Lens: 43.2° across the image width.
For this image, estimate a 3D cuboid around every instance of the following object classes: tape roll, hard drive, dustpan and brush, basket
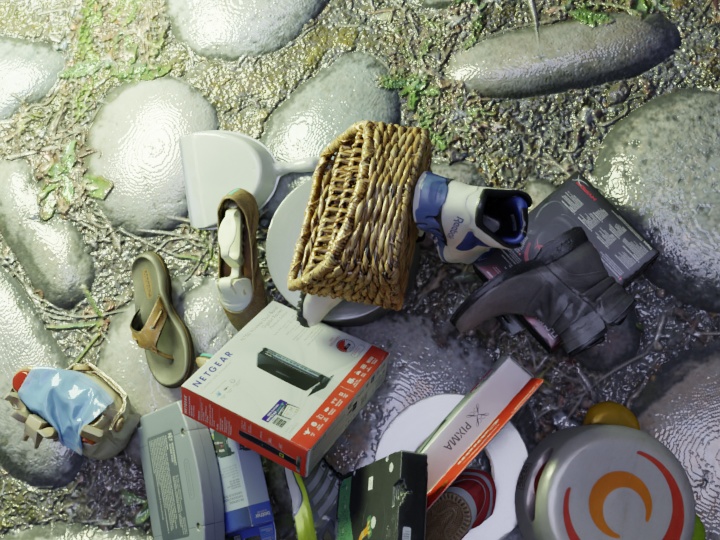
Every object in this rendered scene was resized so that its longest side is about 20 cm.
[{"bbox_3d":[0.116,0.256,1.146,0.202,0.037,0.203,-2,77,10],"label":"tape roll"},{"bbox_3d":[-0.022,-0.027,1.216,0.200,0.066,0.201,-2,77,10],"label":"tape roll"},{"bbox_3d":[0.019,0.288,1.020,0.038,0.200,0.140,13,65,-18],"label":"hard drive"},{"bbox_3d":[-0.144,-0.138,1.274,0.200,0.057,0.140,-9,89,15],"label":"dustpan and brush"},{"bbox_3d":[-0.008,-0.072,1.046,0.149,0.143,0.200,11,71,10],"label":"basket"}]

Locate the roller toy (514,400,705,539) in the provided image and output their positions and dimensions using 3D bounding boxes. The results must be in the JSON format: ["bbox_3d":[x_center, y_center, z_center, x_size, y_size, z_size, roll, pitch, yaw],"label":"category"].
[{"bbox_3d":[0.276,0.269,1.056,0.182,0.140,0.200,-24,84,-9],"label":"roller toy"}]

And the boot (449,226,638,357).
[{"bbox_3d":[0.217,0.050,1.079,0.200,0.070,0.132,-33,80,7],"label":"boot"}]

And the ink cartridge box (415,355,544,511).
[{"bbox_3d":[0.121,0.183,1.050,0.044,0.174,0.200,42,88,7],"label":"ink cartridge box"}]

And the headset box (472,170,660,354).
[{"bbox_3d":[0.250,-0.002,1.155,0.200,0.075,0.149,-42,74,0],"label":"headset box"}]

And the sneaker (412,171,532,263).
[{"bbox_3d":[0.143,-0.048,1.044,0.115,0.199,0.081,12,82,26],"label":"sneaker"}]

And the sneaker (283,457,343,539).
[{"bbox_3d":[-0.053,0.262,1.152,0.081,0.074,0.200,-10,98,-5],"label":"sneaker"}]

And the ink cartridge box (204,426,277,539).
[{"bbox_3d":[-0.170,0.264,1.163,0.119,0.042,0.200,-28,73,46],"label":"ink cartridge box"}]

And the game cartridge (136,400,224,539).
[{"bbox_3d":[-0.230,0.274,1.171,0.133,0.041,0.200,-23,73,39],"label":"game cartridge"}]

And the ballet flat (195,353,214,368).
[{"bbox_3d":[-0.129,0.158,1.194,0.200,0.071,0.065,9,76,13],"label":"ballet flat"}]

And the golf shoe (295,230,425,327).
[{"bbox_3d":[0.000,0.000,1.133,0.094,0.078,0.200,36,88,15],"label":"golf shoe"}]

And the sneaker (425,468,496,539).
[{"bbox_3d":[0.086,0.312,1.095,0.071,0.112,0.200,50,121,13],"label":"sneaker"}]

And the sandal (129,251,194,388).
[{"bbox_3d":[-0.282,0.066,1.236,0.082,0.055,0.200,-24,73,30],"label":"sandal"}]

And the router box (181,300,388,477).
[{"bbox_3d":[-0.090,0.139,1.123,0.179,0.049,0.200,22,39,19],"label":"router box"}]

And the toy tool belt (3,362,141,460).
[{"bbox_3d":[-0.402,0.176,1.213,0.200,0.123,0.125,24,83,15],"label":"toy tool belt"}]

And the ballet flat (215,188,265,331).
[{"bbox_3d":[-0.166,-0.010,1.214,0.068,0.072,0.200,1,92,16],"label":"ballet flat"}]
